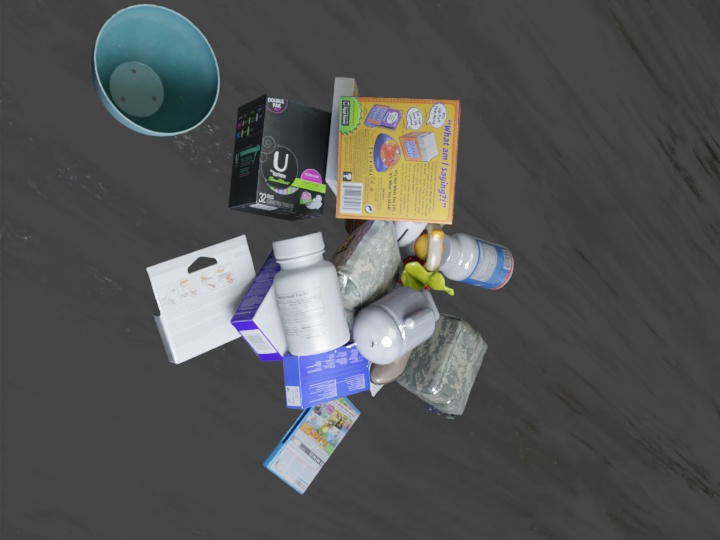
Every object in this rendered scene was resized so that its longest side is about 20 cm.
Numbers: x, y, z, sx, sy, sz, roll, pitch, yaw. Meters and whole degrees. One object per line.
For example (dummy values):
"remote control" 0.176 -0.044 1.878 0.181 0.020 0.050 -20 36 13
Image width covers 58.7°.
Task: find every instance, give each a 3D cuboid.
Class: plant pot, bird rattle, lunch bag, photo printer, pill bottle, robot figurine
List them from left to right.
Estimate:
"plant pot" -0.353 -0.315 1.059 0.198 0.134 0.203 1 89 -36
"pill bottle" -0.092 0.038 1.131 0.114 0.114 0.202 -16 98 -34
"lunch bag" 0.000 0.000 1.260 0.164 0.117 0.201 -54 160 -31
"robot figurine" 0.063 0.104 1.210 0.199 0.169 0.114 -27 90 -41
"photo printer" 0.117 -0.147 1.348 0.069 0.166 0.201 26 71 -6
"bird rattle" 0.146 -0.024 1.345 0.111 0.200 0.165 11 105 1
"lunch bag" 0.197 0.217 1.444 0.167 0.139 0.201 36 72 -36
"pill bottle" 0.256 -0.026 1.507 0.198 0.112 0.114 14 81 -34

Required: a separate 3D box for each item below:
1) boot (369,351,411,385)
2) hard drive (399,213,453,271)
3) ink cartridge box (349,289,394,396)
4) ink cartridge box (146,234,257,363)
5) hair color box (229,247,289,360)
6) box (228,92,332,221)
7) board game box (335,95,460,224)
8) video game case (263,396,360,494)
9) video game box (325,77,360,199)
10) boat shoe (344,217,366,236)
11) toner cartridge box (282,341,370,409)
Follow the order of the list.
"boot" 0.087 0.134 1.339 0.200 0.070 0.147 -42 153 -54
"hard drive" 0.121 -0.115 1.463 0.200 0.026 0.132 -48 115 -25
"ink cartridge box" 0.033 0.147 1.396 0.161 0.050 0.201 -43 131 -28
"ink cartridge box" -0.277 0.048 1.163 0.199 0.045 0.178 -22 103 -34
"hair color box" -0.152 0.056 1.197 0.110 0.064 0.201 58 41 -32
"box" -0.151 -0.208 1.209 0.147 0.124 0.202 9 84 -36
"board game box" 0.072 -0.195 1.140 0.197 0.200 0.202 4 99 8
"video game case" -0.091 0.330 1.267 0.201 0.018 0.143 -52 137 -17
"video game box" -0.028 -0.252 1.275 0.046 0.182 0.202 5 85 5
"boat shoe" 0.035 -0.158 1.371 0.075 0.074 0.201 38 68 -25
"toner cartridge box" -0.059 0.193 1.204 0.199 0.043 0.096 -2 89 -52
